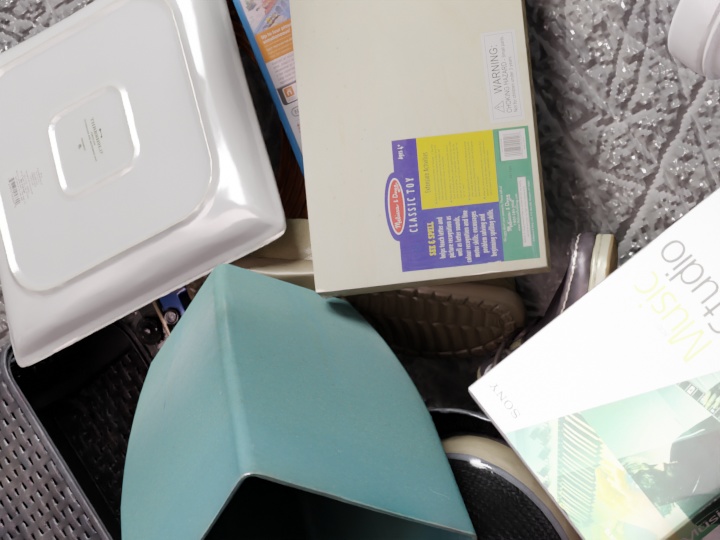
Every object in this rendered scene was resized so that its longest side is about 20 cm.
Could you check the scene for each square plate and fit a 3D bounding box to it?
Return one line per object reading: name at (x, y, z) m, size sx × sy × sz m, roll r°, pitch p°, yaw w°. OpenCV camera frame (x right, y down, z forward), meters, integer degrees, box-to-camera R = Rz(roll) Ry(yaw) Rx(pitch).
square plate at (-0.150, -0.071, 1.760) m, size 0.198 × 0.028 × 0.201 m, roll -26°, pitch 64°, yaw 23°

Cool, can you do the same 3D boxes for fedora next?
fedora at (0.059, 0.179, 1.677) m, size 0.200 × 0.092 × 0.201 m, roll 22°, pitch 134°, yaw 25°

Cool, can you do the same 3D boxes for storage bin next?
storage bin at (-0.162, 0.141, 1.828) m, size 0.094 × 0.135 × 0.200 m, roll -38°, pitch 80°, yaw 30°

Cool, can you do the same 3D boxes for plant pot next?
plant pot at (-0.045, 0.102, 1.634) m, size 0.141 × 0.141 × 0.200 m, roll -55°, pitch 30°, yaw 32°

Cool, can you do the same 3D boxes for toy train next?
toy train at (-0.143, -0.040, 1.821) m, size 0.046 × 0.034 × 0.200 m, roll -26°, pitch 86°, yaw 19°

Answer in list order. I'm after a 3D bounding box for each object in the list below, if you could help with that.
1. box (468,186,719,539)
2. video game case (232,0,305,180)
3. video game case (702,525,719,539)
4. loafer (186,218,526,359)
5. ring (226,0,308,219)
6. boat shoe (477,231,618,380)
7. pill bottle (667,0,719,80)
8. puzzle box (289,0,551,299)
box at (0.175, 0.056, 1.588) m, size 0.200 × 0.036 × 0.144 m, roll -40°, pitch 58°, yaw 2°
video game case at (0.000, -0.153, 1.732) m, size 0.143 × 0.018 × 0.201 m, roll -23°, pitch 89°, yaw 25°
video game case at (0.238, 0.159, 1.626) m, size 0.182 × 0.022 × 0.201 m, roll -7°, pitch 102°, yaw 27°
loafer at (0.000, 0.000, 1.733) m, size 0.199 × 0.068 × 0.076 m, roll 8°, pitch 145°, yaw 9°
ring at (-0.105, -0.083, 1.818) m, size 0.200 × 0.019 × 0.201 m, roll 7°, pitch 105°, yaw 29°
boat shoe at (0.097, 0.067, 1.695) m, size 0.065 × 0.072 × 0.201 m, roll 17°, pitch 115°, yaw 5°
pill bottle at (0.262, -0.095, 1.546) m, size 0.200 × 0.112 × 0.112 m, roll 36°, pitch 116°, yaw 20°
puzzle box at (0.031, -0.090, 1.675) m, size 0.133 × 0.025 × 0.201 m, roll -6°, pitch 82°, yaw 8°
